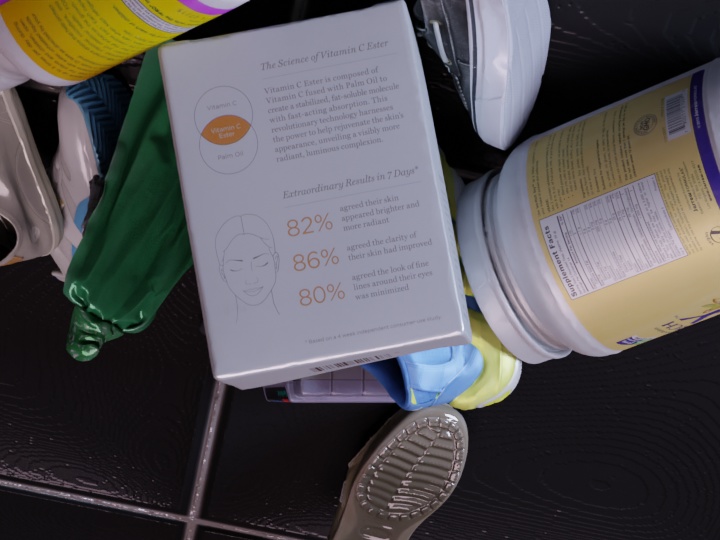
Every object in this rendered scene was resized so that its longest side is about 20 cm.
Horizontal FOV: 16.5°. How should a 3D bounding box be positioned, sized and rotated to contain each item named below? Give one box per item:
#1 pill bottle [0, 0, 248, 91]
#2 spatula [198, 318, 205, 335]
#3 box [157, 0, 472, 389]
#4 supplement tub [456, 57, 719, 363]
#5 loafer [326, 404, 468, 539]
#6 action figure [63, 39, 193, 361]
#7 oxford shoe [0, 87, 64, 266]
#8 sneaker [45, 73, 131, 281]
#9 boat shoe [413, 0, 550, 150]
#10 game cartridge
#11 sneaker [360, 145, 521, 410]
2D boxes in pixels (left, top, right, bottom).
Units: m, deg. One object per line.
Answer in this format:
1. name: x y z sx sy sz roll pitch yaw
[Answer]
1. pill bottle: -0.155 -0.173 1.457 0.199 0.105 0.104 -22 133 34
2. spatula: -0.077 -0.003 1.729 0.056 0.021 0.200 18 142 -14
3. box: -0.025 -0.043 1.476 0.151 0.202 0.106 -10 174 4
4. supplement tub: 0.174 -0.033 1.522 0.199 0.146 0.145 -22 133 26
5. loafer: 0.020 0.164 1.891 0.075 0.069 0.201 20 126 -16
6. action figure: -0.134 -0.034 1.558 0.118 0.201 0.055 34 163 -27
7. oxford shoe: -0.251 -0.086 1.586 0.075 0.058 0.201 9 129 45
8. sneaker: -0.182 -0.052 1.646 0.080 0.077 0.201 9 140 13
9. boat shoe: 0.068 -0.155 1.475 0.070 0.072 0.201 18 145 21
10. game cartridge: 0.004 0.075 1.686 0.128 0.039 0.200 -4 178 -9
11. sneaker: 0.024 -0.002 1.559 0.104 0.201 0.076 -17 163 -28
